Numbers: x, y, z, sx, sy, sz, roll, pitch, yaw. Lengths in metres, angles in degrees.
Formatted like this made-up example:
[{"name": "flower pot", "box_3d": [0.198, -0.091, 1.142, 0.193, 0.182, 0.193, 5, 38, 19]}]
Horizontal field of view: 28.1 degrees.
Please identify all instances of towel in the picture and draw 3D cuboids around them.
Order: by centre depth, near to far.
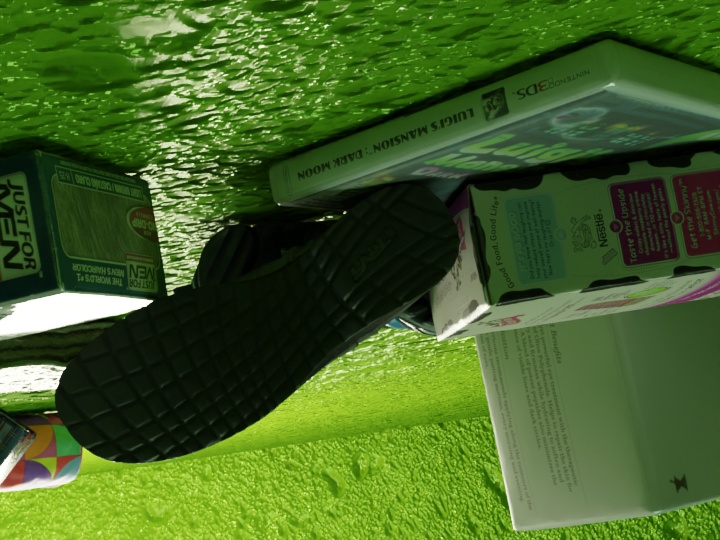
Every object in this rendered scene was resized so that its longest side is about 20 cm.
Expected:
[{"name": "towel", "box_3d": [-0.265, 0.068, 1.021, 0.200, 0.035, 0.132, -2, 167, -37]}]

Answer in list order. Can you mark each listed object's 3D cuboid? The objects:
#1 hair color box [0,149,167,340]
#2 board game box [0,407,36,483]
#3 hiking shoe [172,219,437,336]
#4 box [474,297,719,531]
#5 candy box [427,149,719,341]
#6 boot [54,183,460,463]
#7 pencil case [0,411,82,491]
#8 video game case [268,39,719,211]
[{"name": "hair color box", "box_3d": [-0.197, 0.004, 0.628, 0.200, 0.061, 0.100, -12, 173, 16]}, {"name": "board game box", "box_3d": [-0.239, 0.139, 0.669, 0.062, 0.200, 0.200, 35, 169, -3]}, {"name": "hiking shoe", "box_3d": [0.000, 0.000, 0.816, 0.199, 0.075, 0.087, 4, 174, -18]}, {"name": "box", "box_3d": [0.229, 0.096, 1.181, 0.200, 0.200, 0.171, -5, 169, -35]}, {"name": "candy box", "box_3d": [0.140, -0.015, 0.728, 0.199, 0.061, 0.136, -9, 171, -9]}, {"name": "boot", "box_3d": [-0.044, 0.036, 0.685, 0.200, 0.070, 0.132, -25, 173, -10]}, {"name": "pencil case", "box_3d": [-0.393, 0.197, 1.505, 0.200, 0.089, 0.088, -4, 169, -34]}, {"name": "video game case", "box_3d": [0.088, -0.056, 0.678, 0.182, 0.023, 0.200, -17, 168, 37]}]
